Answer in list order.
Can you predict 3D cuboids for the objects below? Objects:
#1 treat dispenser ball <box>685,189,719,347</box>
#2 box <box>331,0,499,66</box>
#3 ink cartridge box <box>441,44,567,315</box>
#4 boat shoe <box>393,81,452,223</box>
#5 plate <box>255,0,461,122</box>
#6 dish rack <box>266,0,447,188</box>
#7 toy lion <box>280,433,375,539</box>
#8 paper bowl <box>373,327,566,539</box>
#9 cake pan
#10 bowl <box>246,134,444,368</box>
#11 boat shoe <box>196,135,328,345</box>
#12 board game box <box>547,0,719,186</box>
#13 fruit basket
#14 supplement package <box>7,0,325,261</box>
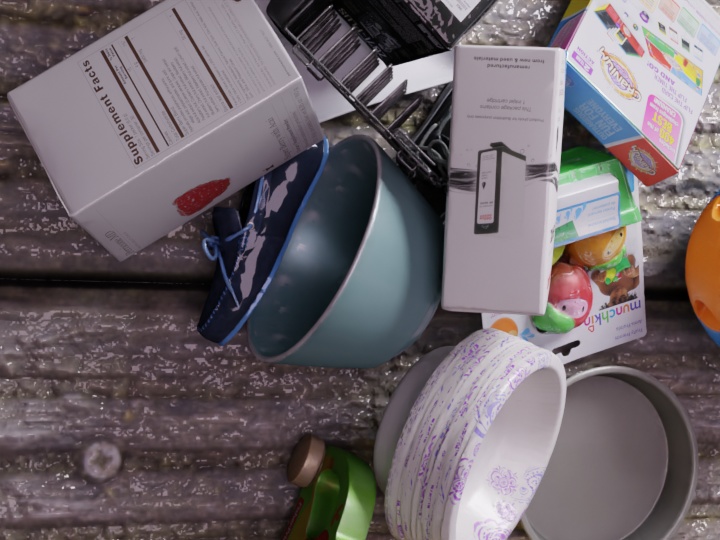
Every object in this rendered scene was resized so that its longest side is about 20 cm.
[{"bbox_3d":[0.404,-0.002,1.114,0.199,0.201,0.203,-1,94,-17],"label":"treat dispenser ball"},{"bbox_3d":[0.007,-0.268,0.959,0.200,0.164,0.086,45,81,-14],"label":"box"},{"bbox_3d":[0.116,-0.076,0.959,0.084,0.146,0.202,4,101,10],"label":"ink cartridge box"},{"bbox_3d":[0.078,-0.096,1.076,0.073,0.068,0.200,38,83,-16],"label":"boat shoe"},{"bbox_3d":[-0.023,-0.239,1.054,0.199,0.032,0.201,-20,100,-15],"label":"plate"},{"bbox_3d":[0.006,-0.148,0.962,0.055,0.153,0.200,-44,92,5],"label":"dish rack"},{"bbox_3d":[-0.039,0.252,1.000,0.068,0.192,0.201,25,86,-17],"label":"toy lion"},{"bbox_3d":[0.087,0.146,1.033,0.200,0.104,0.202,-37,138,-43],"label":"paper bowl"},{"bbox_3d":[0.231,0.190,1.159,0.198,0.037,0.202,-1,94,-17],"label":"cake pan"},{"bbox_3d":[0.000,0.000,0.996,0.104,0.201,0.202,25,86,-23],"label":"bowl"},{"bbox_3d":[-0.099,-0.038,1.021,0.068,0.084,0.201,27,80,-22],"label":"boat shoe"},{"bbox_3d":[0.253,-0.199,1.093,0.153,0.040,0.201,41,56,-15],"label":"board game box"},{"bbox_3d":[0.190,-0.005,1.104,0.184,0.094,0.202,-15,106,-22],"label":"fruit basket"},{"bbox_3d":[-0.147,-0.119,0.942,0.199,0.121,0.120,-31,73,-2],"label":"supplement package"}]
